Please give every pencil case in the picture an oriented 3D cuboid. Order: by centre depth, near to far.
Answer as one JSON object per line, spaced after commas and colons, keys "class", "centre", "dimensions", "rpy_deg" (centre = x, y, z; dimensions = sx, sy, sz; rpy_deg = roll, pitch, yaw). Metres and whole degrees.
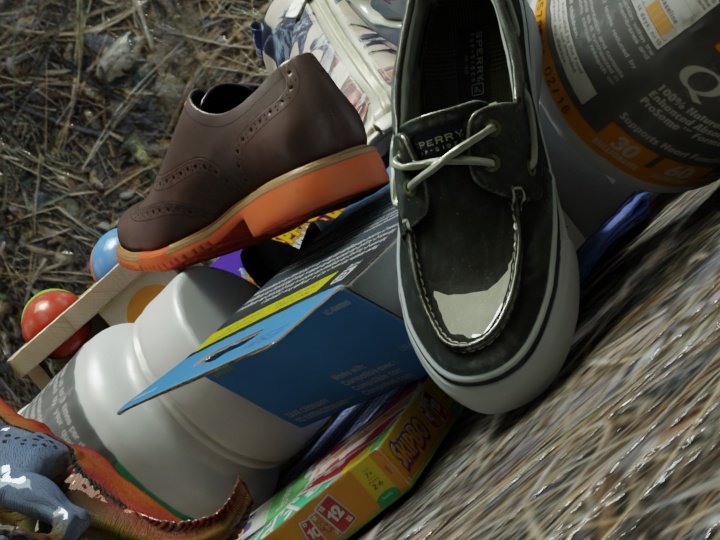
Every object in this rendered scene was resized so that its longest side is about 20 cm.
{"class": "pencil case", "centre": [0.006, -0.088, 1.502], "dimensions": [0.078, 0.089, 0.200], "rpy_deg": [-38, 31, 4]}

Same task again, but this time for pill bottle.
{"class": "pill bottle", "centre": [0.159, -0.116, 1.181], "dimensions": [0.116, 0.116, 0.200], "rpy_deg": [-44, 4, -33]}
{"class": "pill bottle", "centre": [-0.110, 0.097, 1.384], "dimensions": [0.200, 0.113, 0.113], "rpy_deg": [-46, 1, 24]}

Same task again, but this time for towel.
{"class": "towel", "centre": [0.042, 0.041, 1.356], "dimensions": [0.200, 0.024, 0.145], "rpy_deg": [-41, 5, 43]}

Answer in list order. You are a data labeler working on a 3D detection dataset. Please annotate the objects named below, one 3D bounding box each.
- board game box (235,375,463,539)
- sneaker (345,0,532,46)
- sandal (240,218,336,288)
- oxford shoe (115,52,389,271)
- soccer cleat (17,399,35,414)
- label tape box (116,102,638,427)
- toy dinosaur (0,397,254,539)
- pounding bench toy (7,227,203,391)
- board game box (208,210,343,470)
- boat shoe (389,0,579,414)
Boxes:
{"class": "board game box", "centre": [-0.046, 0.121, 1.237], "dimensions": [0.200, 0.030, 0.096], "rpy_deg": [-42, 2, 22]}
{"class": "sneaker", "centre": [0.058, -0.103, 1.367], "dimensions": [0.100, 0.200, 0.075], "rpy_deg": [14, -73, -56]}
{"class": "sandal", "centre": [-0.001, -0.001, 1.457], "dimensions": [0.048, 0.075, 0.200], "rpy_deg": [-55, -16, 11]}
{"class": "oxford shoe", "centre": [-0.057, -0.047, 1.345], "dimensions": [0.071, 0.073, 0.200], "rpy_deg": [-20, 0, -36]}
{"class": "soccer cleat", "centre": [-0.142, 0.119, 1.557], "dimensions": [0.086, 0.070, 0.200], "rpy_deg": [-48, -20, -10]}
{"class": "label tape box", "centre": [0.011, 0.011, 1.268], "dimensions": [0.200, 0.063, 0.144], "rpy_deg": [-43, 10, -32]}
{"class": "toy dinosaur", "centre": [-0.141, 0.099, 1.294], "dimensions": [0.200, 0.105, 0.182], "rpy_deg": [-10, 32, 1]}
{"class": "pounding bench toy", "centre": [-0.125, 0.057, 1.795], "dimensions": [0.124, 0.156, 0.200], "rpy_deg": [-42, 3, -5]}
{"class": "board game box", "centre": [-0.038, 0.031, 1.560], "dimensions": [0.200, 0.045, 0.134], "rpy_deg": [-44, -28, -36]}
{"class": "boat shoe", "centre": [0.037, -0.041, 1.161], "dimensions": [0.072, 0.071, 0.200], "rpy_deg": [-16, 56, 17]}
